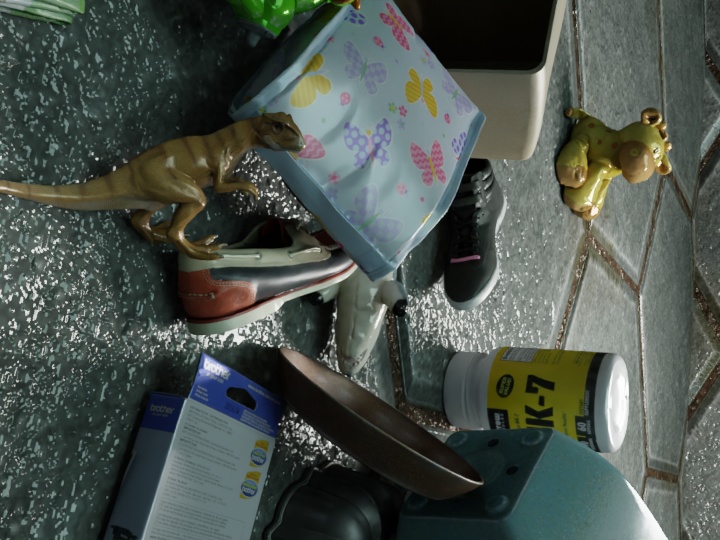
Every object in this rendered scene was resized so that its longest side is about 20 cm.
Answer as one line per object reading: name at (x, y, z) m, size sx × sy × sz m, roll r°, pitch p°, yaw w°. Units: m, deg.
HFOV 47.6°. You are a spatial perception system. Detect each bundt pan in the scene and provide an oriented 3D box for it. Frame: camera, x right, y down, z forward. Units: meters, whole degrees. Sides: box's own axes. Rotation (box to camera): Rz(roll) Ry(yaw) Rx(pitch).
bundt pan at (-0.008, 0.279, 0.738) m, size 0.202 × 0.075 × 0.203 m, roll -4°, pitch 95°, yaw -59°

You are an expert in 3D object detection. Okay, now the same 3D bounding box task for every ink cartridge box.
ink cartridge box at (-0.121, 0.170, 0.581) m, size 0.119 × 0.042 × 0.201 m, roll 43°, pitch 58°, yaw -53°

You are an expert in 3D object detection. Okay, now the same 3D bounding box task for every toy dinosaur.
toy dinosaur at (-0.134, -0.055, 0.529) m, size 0.199 × 0.060 × 0.107 m, roll -21°, pitch 132°, yaw -19°

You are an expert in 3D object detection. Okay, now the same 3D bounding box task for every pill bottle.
pill bottle at (0.208, 0.150, 0.975) m, size 0.114 × 0.199 × 0.115 m, roll 0°, pitch 90°, yaw -59°

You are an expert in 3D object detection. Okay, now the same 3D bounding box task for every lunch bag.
lunch bag at (-0.008, -0.111, 0.648) m, size 0.170 × 0.127 × 0.200 m, roll 46°, pitch 41°, yaw -20°

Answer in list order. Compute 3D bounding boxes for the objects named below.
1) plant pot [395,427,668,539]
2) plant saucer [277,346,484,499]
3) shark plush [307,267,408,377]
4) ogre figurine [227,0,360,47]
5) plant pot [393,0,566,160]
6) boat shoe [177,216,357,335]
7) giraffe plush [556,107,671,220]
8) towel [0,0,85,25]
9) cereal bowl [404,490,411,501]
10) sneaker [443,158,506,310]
plant pot at (0.143, 0.254, 0.733) m, size 0.196 × 0.195 × 0.201 m, roll -45°, pitch 115°, yaw -44°
plant saucer at (0.009, 0.130, 0.673) m, size 0.035 × 0.200 × 0.200 m, roll -58°, pitch 144°, yaw -2°
shark plush at (0.000, 0.000, 0.795) m, size 0.084 × 0.090 × 0.201 m, roll 84°, pitch 4°, yaw -49°
ogre figurine at (-0.044, -0.244, 0.574) m, size 0.200 × 0.098 × 0.120 m, roll -66°, pitch 154°, yaw -43°
plant pot at (0.111, -0.220, 0.833) m, size 0.177 × 0.199 × 0.201 m, roll 61°, pitch 41°, yaw -56°
boat shoe at (-0.066, -0.010, 0.647) m, size 0.200 × 0.071 × 0.063 m, roll -27°, pitch 110°, yaw -51°
giraffe plush at (0.442, -0.195, 1.395) m, size 0.172 × 0.161 × 0.201 m, roll 31°, pitch 65°, yaw -55°
towel at (-0.224, -0.217, 0.413) m, size 0.200 × 0.031 × 0.150 m, roll -8°, pitch 98°, yaw -59°
cereal bowl at (0.092, 0.295, 0.896) m, size 0.200 × 0.083 × 0.201 m, roll -1°, pitch 91°, yaw -58°
sneaker at (0.123, -0.053, 0.962) m, size 0.099 × 0.070 × 0.201 m, roll 57°, pitch 38°, yaw -40°
